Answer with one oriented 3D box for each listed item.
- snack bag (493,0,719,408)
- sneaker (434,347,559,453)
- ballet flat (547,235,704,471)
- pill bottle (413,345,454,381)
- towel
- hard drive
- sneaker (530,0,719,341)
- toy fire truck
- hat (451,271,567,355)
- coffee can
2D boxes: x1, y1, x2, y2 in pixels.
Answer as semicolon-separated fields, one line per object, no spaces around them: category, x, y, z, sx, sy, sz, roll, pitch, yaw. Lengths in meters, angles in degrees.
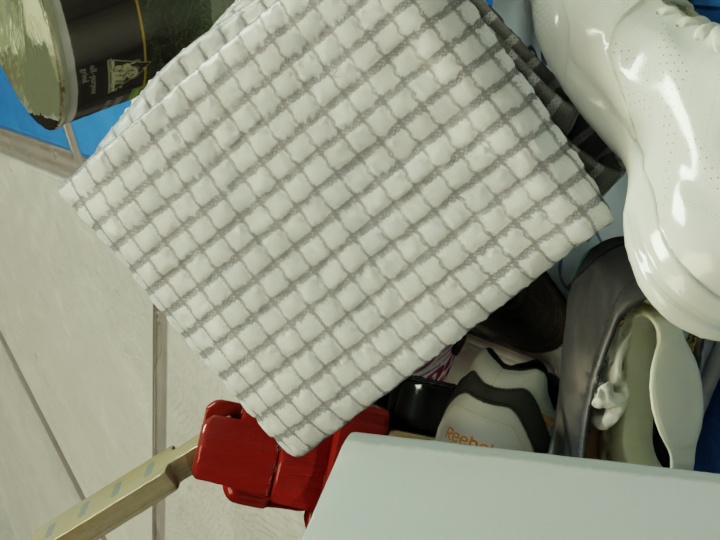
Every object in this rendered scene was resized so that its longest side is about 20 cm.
snack bag;0.105;-0.025;1.082;0.200;0.021;0.189;57;158;29
sneaker;0.087;0.087;1.067;0.073;0.080;0.200;20;177;23
ballet flat;0.109;0.087;0.975;0.073;0.073;0.201;-152;64;-63
pill bottle;-0.001;0.031;1.319;0.114;0.113;0.200;61;160;21
towel;-0.004;-0.041;0.995;0.200;0.086;0.166;-40;89;27
hard drive;0.064;0.129;0.909;0.199;0.132;0.026;5;142;27
sneaker;0.132;-0.074;0.925;0.089;0.075;0.201;-48;47;36
toy fire truck;-0.050;0.100;1.159;0.176;0.199;0.129;179;104;-88
hat;0.000;0.000;1.116;0.200;0.081;0.201;36;167;10
coffee can;-0.090;-0.172;1.207;0.147;0.199;0.147;55;157;36
